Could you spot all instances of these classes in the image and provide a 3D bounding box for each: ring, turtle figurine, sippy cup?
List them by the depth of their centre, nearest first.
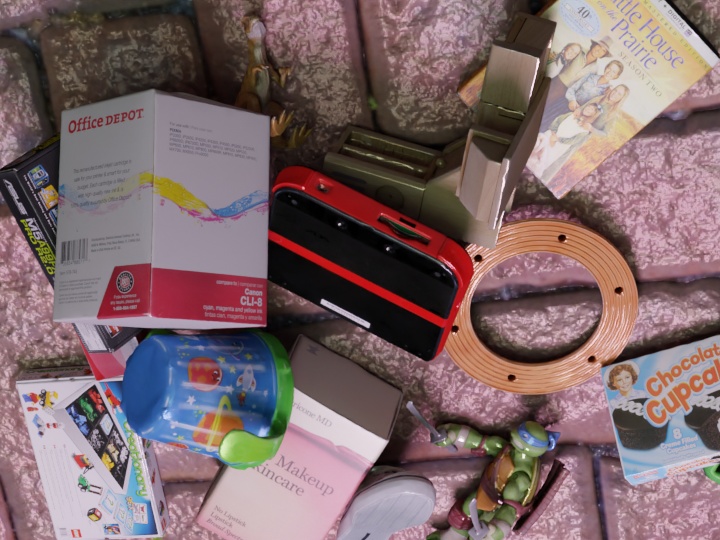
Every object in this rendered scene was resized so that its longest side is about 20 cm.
[{"bbox_3d":[-0.154,0.117,1.440,0.178,0.130,0.140,-12,71,51],"label":"sippy cup"},{"bbox_3d":[0.172,0.035,1.468,0.199,0.019,0.201,1,121,1],"label":"ring"},{"bbox_3d":[0.100,0.230,1.516,0.144,0.200,0.195,37,124,31],"label":"turtle figurine"}]

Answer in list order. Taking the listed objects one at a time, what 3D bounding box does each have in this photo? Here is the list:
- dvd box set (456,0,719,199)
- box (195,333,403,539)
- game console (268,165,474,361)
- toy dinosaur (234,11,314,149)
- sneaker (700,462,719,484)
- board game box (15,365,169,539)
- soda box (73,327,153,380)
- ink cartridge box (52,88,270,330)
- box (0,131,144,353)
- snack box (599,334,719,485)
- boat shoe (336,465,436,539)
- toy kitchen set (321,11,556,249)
[{"bbox_3d":[0.209,-0.181,1.380,0.146,0.029,0.200,45,113,-10],"label":"dvd box set"},{"bbox_3d":[-0.063,0.191,1.541,0.128,0.109,0.200,30,115,-3],"label":"box"},{"bbox_3d":[0.001,-0.005,1.396,0.199,0.031,0.177,27,149,8],"label":"game console"},{"bbox_3d":[-0.103,-0.150,1.440,0.106,0.060,0.201,38,122,30],"label":"toy dinosaur"},{"bbox_3d":[0.427,0.169,1.464,0.199,0.085,0.078,-20,109,16],"label":"sneaker"},{"bbox_3d":[-0.288,0.199,1.621,0.126,0.035,0.201,-4,112,12],"label":"board game box"},{"bbox_3d":[-0.267,0.006,1.516,0.063,0.070,0.201,-13,110,16],"label":"soda box"},{"bbox_3d":[-0.180,-0.050,1.367,0.145,0.144,0.201,-4,83,44],"label":"ink cartridge box"},{"bbox_3d":[-0.239,-0.045,1.443,0.044,0.160,0.201,-4,117,48],"label":"box"},{"bbox_3d":[0.341,0.125,1.447,0.199,0.117,0.037,-18,152,16],"label":"snack box"},{"bbox_3d":[0.020,0.229,1.520,0.073,0.067,0.200,16,150,-17],"label":"boat shoe"},{"bbox_3d":[0.059,-0.121,1.328,0.180,0.163,0.201,17,126,9],"label":"toy kitchen set"}]
